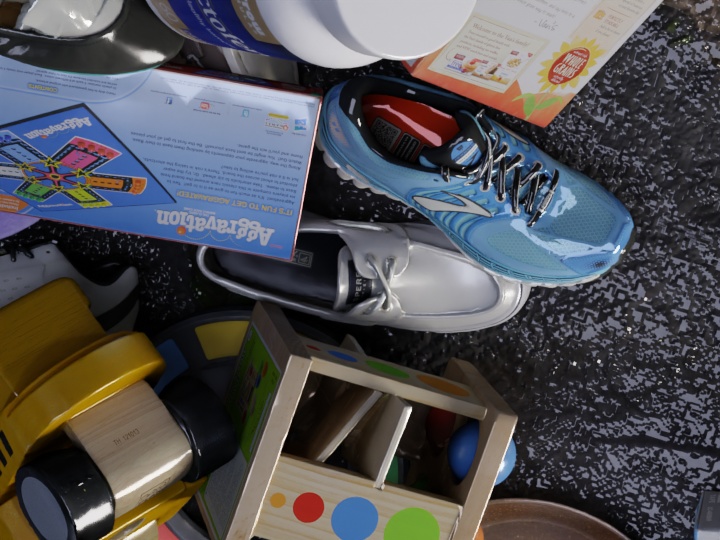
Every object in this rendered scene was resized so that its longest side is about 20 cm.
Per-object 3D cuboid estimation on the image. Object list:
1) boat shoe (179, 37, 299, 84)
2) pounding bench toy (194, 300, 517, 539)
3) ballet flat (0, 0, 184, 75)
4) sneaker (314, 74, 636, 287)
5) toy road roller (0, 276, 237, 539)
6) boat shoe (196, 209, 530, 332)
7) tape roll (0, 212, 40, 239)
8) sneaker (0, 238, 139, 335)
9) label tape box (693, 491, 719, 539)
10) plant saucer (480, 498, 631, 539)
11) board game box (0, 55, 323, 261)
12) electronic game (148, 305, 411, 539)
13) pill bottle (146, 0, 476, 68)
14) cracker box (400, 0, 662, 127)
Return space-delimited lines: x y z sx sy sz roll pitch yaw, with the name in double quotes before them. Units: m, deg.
"boat shoe" -0.096 -0.165 1.522 0.059 0.072 0.200 -14 113 27
"pounding bench toy" -0.010 0.144 1.527 0.156 0.124 0.200 17 99 -15
"ballet flat" -0.195 -0.152 1.446 0.200 0.068 0.068 7 154 -5
"sneaker" 0.065 -0.053 1.503 0.200 0.090 0.078 24 79 2
"toy road roller" -0.172 0.097 1.515 0.146 0.123 0.200 54 148 11
"boat shoe" 0.000 0.000 1.557 0.200 0.066 0.072 14 109 7
"tape roll" -0.239 -0.120 1.559 0.200 0.085 0.200 4 108 11
"sneaker" -0.222 0.012 1.557 0.200 0.074 0.080 9 104 -32
"label tape box" 0.299 0.214 1.565 0.200 0.066 0.143 3 108 12
"plant saucer" 0.105 0.229 1.624 0.200 0.037 0.201 3 108 10
"board game box" -0.129 -0.071 1.503 0.200 0.019 0.103 10 109 -4
"electronic game" -0.067 0.118 1.621 0.200 0.042 0.200 3 108 10
"pill bottle" -0.029 -0.169 1.393 0.116 0.200 0.116 -7 103 -32
"cracker box" 0.117 -0.180 1.440 0.200 0.134 0.058 -47 55 20
